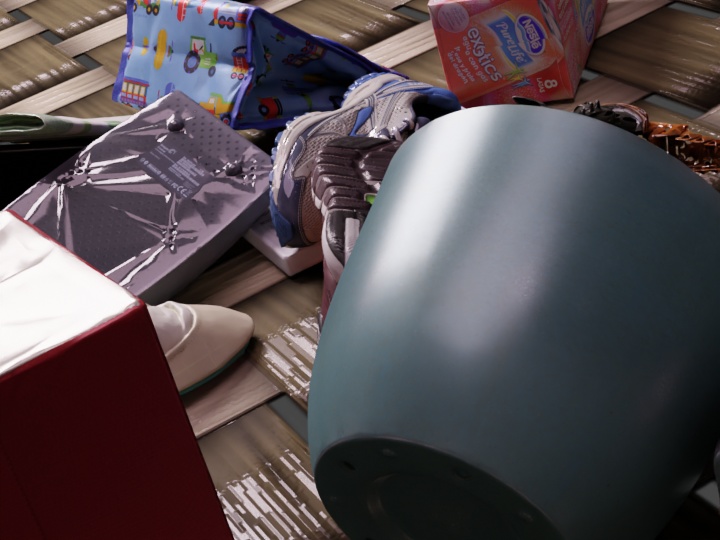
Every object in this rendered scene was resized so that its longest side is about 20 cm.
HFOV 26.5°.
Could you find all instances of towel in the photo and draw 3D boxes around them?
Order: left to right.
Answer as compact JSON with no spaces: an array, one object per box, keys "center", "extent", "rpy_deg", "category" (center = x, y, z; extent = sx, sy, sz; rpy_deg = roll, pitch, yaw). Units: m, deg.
[{"center":[-0.239,-0.112,1.184],"extent":[0.152,0.024,0.200],"rpy_deg":[1,4,28],"category":"towel"}]

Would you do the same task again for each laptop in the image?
[{"center":[-0.219,-0.044,1.205],"extent":[0.186,0.117,0.200],"rpy_deg":[1,4,28],"category":"laptop"}]

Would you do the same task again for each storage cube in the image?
[{"center":[-0.184,0.102,0.747],"extent":[0.170,0.181,0.200],"rpy_deg":[-30,32,-23],"category":"storage cube"}]

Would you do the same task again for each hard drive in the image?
[{"center":[-0.160,-0.033,1.062],"extent":[0.200,0.042,0.135],"rpy_deg":[-40,58,-23],"category":"hard drive"}]

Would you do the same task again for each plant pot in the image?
[{"center":[0.067,0.054,0.690],"extent":[0.200,0.201,0.161],"rpy_deg":[4,47,34],"category":"plant pot"}]

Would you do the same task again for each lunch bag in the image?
[{"center":[-0.068,-0.156,1.209],"extent":[0.150,0.095,0.199],"rpy_deg":[17,10,42],"category":"lunch bag"}]

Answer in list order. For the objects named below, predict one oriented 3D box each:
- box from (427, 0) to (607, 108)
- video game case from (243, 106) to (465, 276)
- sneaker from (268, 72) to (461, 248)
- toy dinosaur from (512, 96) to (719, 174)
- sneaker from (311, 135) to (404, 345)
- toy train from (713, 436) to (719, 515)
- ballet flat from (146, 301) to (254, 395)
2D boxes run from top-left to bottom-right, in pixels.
[{"center":[0.133,-0.216,1.230],"extent":[0.102,0.095,0.200],"rpy_deg":[-5,31,21],"category":"box"},{"center":[0.006,-0.067,1.115],"extent":[0.199,0.018,0.143],"rpy_deg":[-26,29,-16],"category":"video game case"},{"center":[0.007,-0.080,1.042],"extent":[0.085,0.077,0.200],"rpy_deg":[6,36,29],"category":"sneaker"},{"center":[0.152,-0.078,0.987],"extent":[0.199,0.103,0.136],"rpy_deg":[-23,2,38],"category":"toy dinosaur"},{"center":[0.000,0.000,0.903],"extent":[0.075,0.116,0.200],"rpy_deg":[8,25,2],"category":"sneaker"},{"center":[0.207,0.068,0.662],"extent":[0.085,0.115,0.200],"rpy_deg":[2,33,30],"category":"toy train"},{"center":[-0.150,0.059,0.925],"extent":[0.200,0.070,0.069],"rpy_deg":[-33,32,-28],"category":"ballet flat"}]
